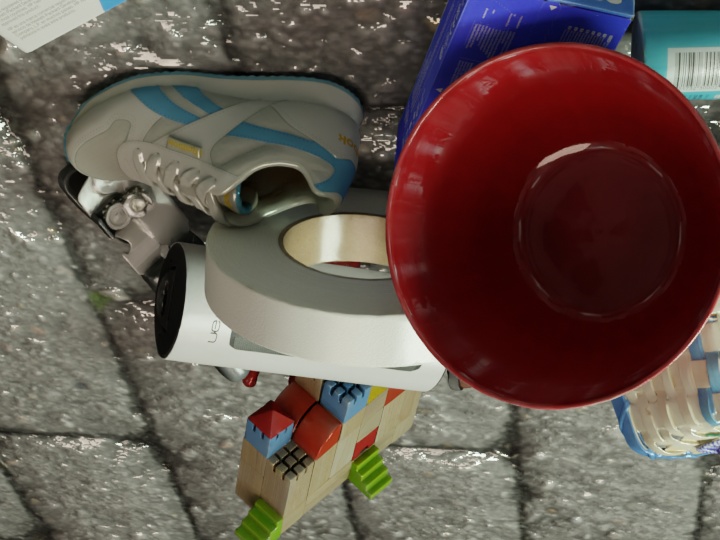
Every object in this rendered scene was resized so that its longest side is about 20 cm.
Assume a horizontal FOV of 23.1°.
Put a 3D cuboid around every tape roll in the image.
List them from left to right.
[{"bbox_3d":[0.000,0.000,1.122,0.201,0.203,0.037,5,114,2],"label":"tape roll"}]

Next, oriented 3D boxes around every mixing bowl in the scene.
[{"bbox_3d":[0.124,-0.025,1.012,0.198,0.202,0.108,-8,177,22],"label":"mixing bowl"}]

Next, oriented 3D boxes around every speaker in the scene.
[{"bbox_3d":[-0.040,0.033,1.212,0.198,0.082,0.081,9,150,-21],"label":"speaker"}]

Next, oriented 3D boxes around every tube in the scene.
[{"bbox_3d":[0.257,-0.124,1.017,0.198,0.051,0.078,0,153,1],"label":"tube"}]

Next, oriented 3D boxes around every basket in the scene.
[{"bbox_3d":[0.214,0.047,1.130,0.175,0.141,0.200,-12,-175,-24],"label":"basket"}]

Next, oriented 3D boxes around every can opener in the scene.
[{"bbox_3d":[-0.132,-0.006,1.246,0.200,0.053,0.066,53,168,-27],"label":"can opener"}]

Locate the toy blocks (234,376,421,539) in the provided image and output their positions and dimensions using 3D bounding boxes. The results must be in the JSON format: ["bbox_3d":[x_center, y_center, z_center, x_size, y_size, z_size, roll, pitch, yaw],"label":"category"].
[{"bbox_3d":[-0.018,0.103,1.321,0.100,0.200,0.137,40,145,21],"label":"toy blocks"}]

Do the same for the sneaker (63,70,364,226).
[{"bbox_3d":[-0.099,-0.075,1.125,0.198,0.081,0.077,-2,150,15],"label":"sneaker"}]

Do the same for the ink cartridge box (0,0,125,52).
[{"bbox_3d":[-0.192,-0.217,0.904,0.146,0.087,0.200,-19,139,35],"label":"ink cartridge box"}]

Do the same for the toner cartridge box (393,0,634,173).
[{"bbox_3d":[0.087,-0.117,1.058,0.094,0.044,0.200,10,149,-9],"label":"toner cartridge box"}]

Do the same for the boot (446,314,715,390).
[{"bbox_3d":[0.162,0.030,1.291,0.198,0.069,0.189,0,142,-4],"label":"boot"}]

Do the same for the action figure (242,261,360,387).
[{"bbox_3d":[-0.043,0.016,1.295,0.065,0.052,0.200,8,144,-14],"label":"action figure"}]
